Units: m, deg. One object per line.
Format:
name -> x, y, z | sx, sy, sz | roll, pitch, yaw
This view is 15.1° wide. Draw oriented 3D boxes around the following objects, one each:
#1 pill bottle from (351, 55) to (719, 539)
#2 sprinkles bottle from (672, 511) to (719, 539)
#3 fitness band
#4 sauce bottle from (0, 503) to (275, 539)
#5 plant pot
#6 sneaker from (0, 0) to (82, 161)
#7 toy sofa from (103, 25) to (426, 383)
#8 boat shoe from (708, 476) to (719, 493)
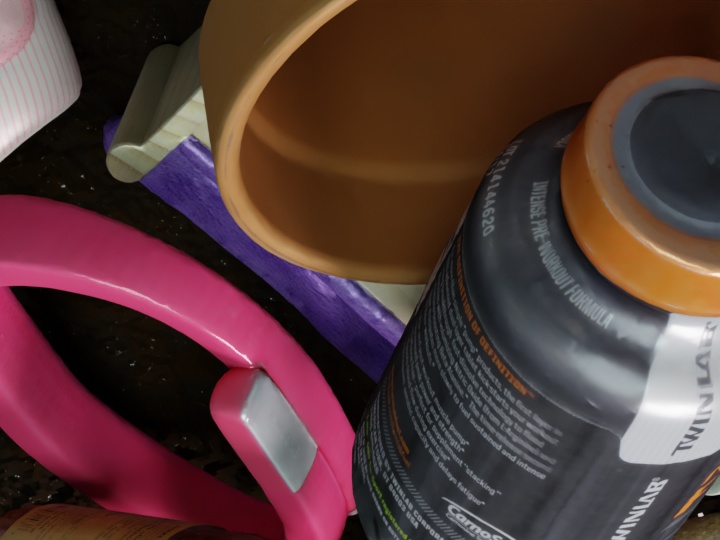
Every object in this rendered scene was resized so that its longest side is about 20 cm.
pill bottle -> 0.069, 0.022, 0.801 | 0.106, 0.107, 0.200 | 19, 146, -4
sprinkles bottle -> 0.068, 0.128, 0.939 | 0.199, 0.068, 0.069 | -14, 117, 21
fitness band -> -0.075, 0.042, 0.941 | 0.143, 0.038, 0.200 | 17, 154, 26
sauce bottle -> -0.059, 0.118, 0.935 | 0.199, 0.066, 0.066 | 1, 128, 50
plant pot -> 0.040, -0.105, 0.818 | 0.199, 0.141, 0.200 | -11, 151, -6
sneaker -> -0.188, -0.054, 0.944 | 0.199, 0.075, 0.105 | -23, 109, 15
toy sofa -> 0.000, 0.000, 0.946 | 0.200, 0.083, 0.098 | 42, 115, -16
boat shoe -> 0.158, 0.001, 0.847 | 0.071, 0.070, 0.201 | -16, 156, -31
